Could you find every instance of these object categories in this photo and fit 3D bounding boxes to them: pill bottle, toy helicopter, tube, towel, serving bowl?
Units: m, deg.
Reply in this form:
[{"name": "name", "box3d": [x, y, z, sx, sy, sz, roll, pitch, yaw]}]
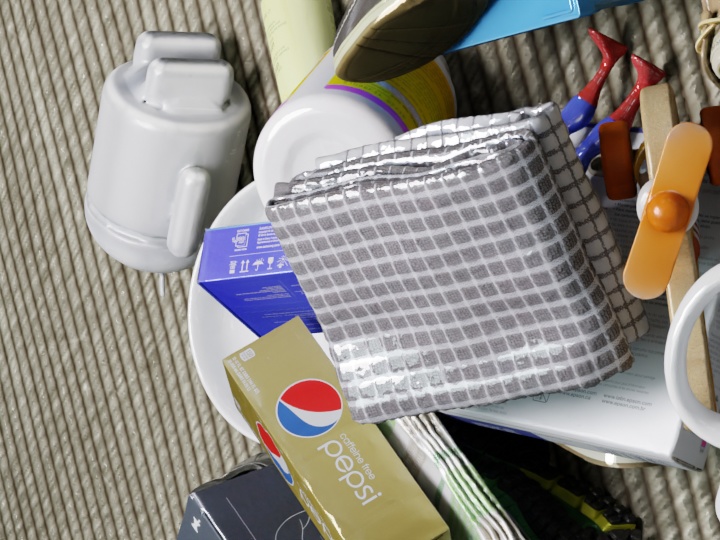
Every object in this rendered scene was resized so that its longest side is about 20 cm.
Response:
[{"name": "pill bottle", "box3d": [0.004, -0.093, 1.720, 0.104, 0.200, 0.105, 5, 113, 13]}, {"name": "toy helicopter", "box3d": [0.184, -0.009, 1.513, 0.132, 0.079, 0.201, 41, -138, -80]}, {"name": "tube", "box3d": [-0.030, -0.107, 1.842, 0.052, 0.058, 0.201, -24, 61, 24]}, {"name": "towel", "box3d": [0.052, 0.000, 1.571, 0.199, 0.086, 0.166, -13, 117, 32]}, {"name": "serving bowl", "box3d": [-0.029, 0.028, 1.896, 0.200, 0.066, 0.201, -3, 86, 37]}, {"name": "towel", "box3d": [0.053, 0.148, 1.724, 0.200, 0.031, 0.149, 54, 166, 18]}]

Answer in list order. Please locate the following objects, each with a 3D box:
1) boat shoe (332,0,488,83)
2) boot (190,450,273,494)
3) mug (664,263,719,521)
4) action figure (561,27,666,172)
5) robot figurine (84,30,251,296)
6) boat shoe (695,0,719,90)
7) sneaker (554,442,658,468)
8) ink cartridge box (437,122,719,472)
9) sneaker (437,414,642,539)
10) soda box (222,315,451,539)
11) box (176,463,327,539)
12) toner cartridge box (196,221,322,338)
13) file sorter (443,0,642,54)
[{"name": "boat shoe", "box3d": [0.041, -0.184, 1.551, 0.201, 0.072, 0.066, -47, 54, 48]}, {"name": "boot", "box3d": [-0.075, 0.157, 1.962, 0.200, 0.130, 0.068, -31, 76, 57]}, {"name": "mug", "box3d": [0.263, 0.063, 1.437, 0.199, 0.148, 0.176, 19, 110, 10]}, {"name": "action figure", "box3d": [0.095, -0.059, 1.625, 0.065, 0.099, 0.200, 38, 102, 44]}, {"name": "robot figurine", "box3d": [-0.147, -0.082, 2.003, 0.170, 0.112, 0.201, -111, 29, -52]}, {"name": "boat shoe", "box3d": [0.230, -0.127, 1.514, 0.074, 0.066, 0.201, -38, 70, 51]}, {"name": "sneaker", "box3d": [0.128, 0.062, 1.724, 0.200, 0.067, 0.090, 19, 108, 50]}, {"name": "ink cartridge box", "box3d": [0.152, 0.011, 1.638, 0.196, 0.043, 0.201, 10, 78, 44]}, {"name": "sneaker", "box3d": [0.100, 0.163, 1.775, 0.200, 0.078, 0.085, 42, 134, 39]}, {"name": "soda box", "box3d": [-0.014, 0.130, 1.763, 0.200, 0.064, 0.068, 53, 166, 32]}, {"name": "box", "box3d": [-0.008, 0.208, 1.826, 0.149, 0.199, 0.107, 53, 143, 30]}, {"name": "toner cartridge box", "box3d": [0.000, 0.000, 1.772, 0.199, 0.095, 0.043, -6, 63, 26]}, {"name": "file sorter", "box3d": [0.099, -0.213, 1.618, 0.200, 0.122, 0.139, -9, 93, 54]}]
